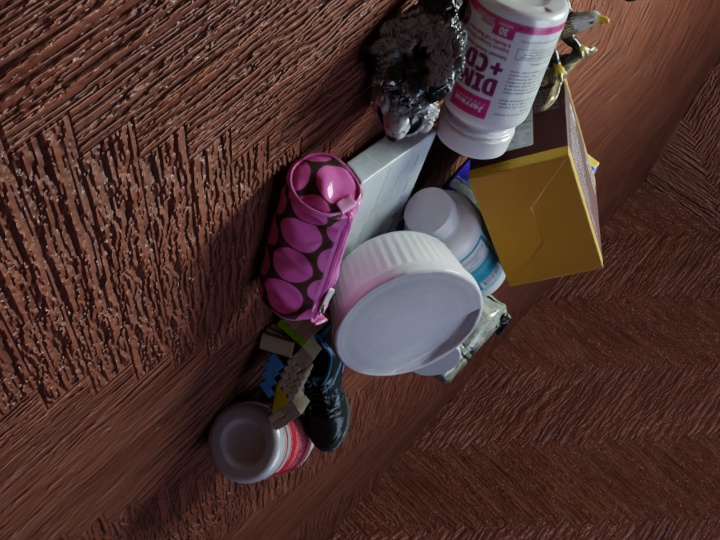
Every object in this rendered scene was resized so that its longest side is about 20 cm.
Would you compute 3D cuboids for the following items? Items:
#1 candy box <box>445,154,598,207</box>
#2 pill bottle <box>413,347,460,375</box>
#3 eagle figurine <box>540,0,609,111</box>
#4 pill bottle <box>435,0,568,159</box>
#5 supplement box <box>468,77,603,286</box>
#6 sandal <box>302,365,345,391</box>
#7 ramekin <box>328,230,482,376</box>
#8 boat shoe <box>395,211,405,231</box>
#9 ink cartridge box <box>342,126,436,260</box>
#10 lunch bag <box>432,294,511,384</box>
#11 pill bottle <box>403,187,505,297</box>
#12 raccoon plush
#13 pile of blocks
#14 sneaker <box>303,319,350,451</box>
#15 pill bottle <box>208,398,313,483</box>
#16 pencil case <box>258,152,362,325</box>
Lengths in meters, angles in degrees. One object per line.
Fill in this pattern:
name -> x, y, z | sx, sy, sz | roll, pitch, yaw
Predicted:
candy box -> 0.262, -0.143, 1.537 | 0.200, 0.169, 0.077 | -47, 168, -16
pill bottle -> 0.099, 0.057, 1.441 | 0.111, 0.110, 0.201 | 113, -22, -44
eagle figurine -> 0.247, -0.337, 1.206 | 0.152, 0.150, 0.200 | -87, 154, -45
pill bottle -> 0.160, -0.239, 1.114 | 0.113, 0.113, 0.201 | -37, 153, -42
supplement box -> 0.245, -0.125, 1.303 | 0.201, 0.132, 0.198 | -79, 150, -47
sandal -> -0.045, 0.154, 1.550 | 0.082, 0.050, 0.203 | -30, 153, -53
ramekin -> 0.049, 0.038, 1.208 | 0.201, 0.095, 0.203 | -12, 138, -11
boat shoe -> 0.108, -0.070, 1.430 | 0.199, 0.073, 0.072 | 13, 126, -48
ink cartridge box -> -0.002, -0.077, 1.179 | 0.200, 0.043, 0.197 | -37, 160, -38
lunch bag -> 0.130, 0.073, 1.590 | 0.168, 0.200, 0.139 | -51, 165, 1
pill bottle -> 0.130, -0.041, 1.319 | 0.111, 0.111, 0.200 | -51, 145, -3
raccoon plush -> 0.080, -0.229, 0.999 | 0.200, 0.097, 0.134 | -50, 172, -5
pile of blocks -> -0.093, 0.113, 1.274 | 0.062, 0.082, 0.201 | -50, 158, -72
sneaker -> -0.058, 0.169, 1.349 | 0.082, 0.073, 0.201 | -27, 119, -67
pill bottle -> -0.135, 0.247, 1.388 | 0.112, 0.112, 0.200 | -53, 164, 5
pencil case -> -0.054, -0.030, 1.039 | 0.090, 0.094, 0.201 | -21, 148, -28
